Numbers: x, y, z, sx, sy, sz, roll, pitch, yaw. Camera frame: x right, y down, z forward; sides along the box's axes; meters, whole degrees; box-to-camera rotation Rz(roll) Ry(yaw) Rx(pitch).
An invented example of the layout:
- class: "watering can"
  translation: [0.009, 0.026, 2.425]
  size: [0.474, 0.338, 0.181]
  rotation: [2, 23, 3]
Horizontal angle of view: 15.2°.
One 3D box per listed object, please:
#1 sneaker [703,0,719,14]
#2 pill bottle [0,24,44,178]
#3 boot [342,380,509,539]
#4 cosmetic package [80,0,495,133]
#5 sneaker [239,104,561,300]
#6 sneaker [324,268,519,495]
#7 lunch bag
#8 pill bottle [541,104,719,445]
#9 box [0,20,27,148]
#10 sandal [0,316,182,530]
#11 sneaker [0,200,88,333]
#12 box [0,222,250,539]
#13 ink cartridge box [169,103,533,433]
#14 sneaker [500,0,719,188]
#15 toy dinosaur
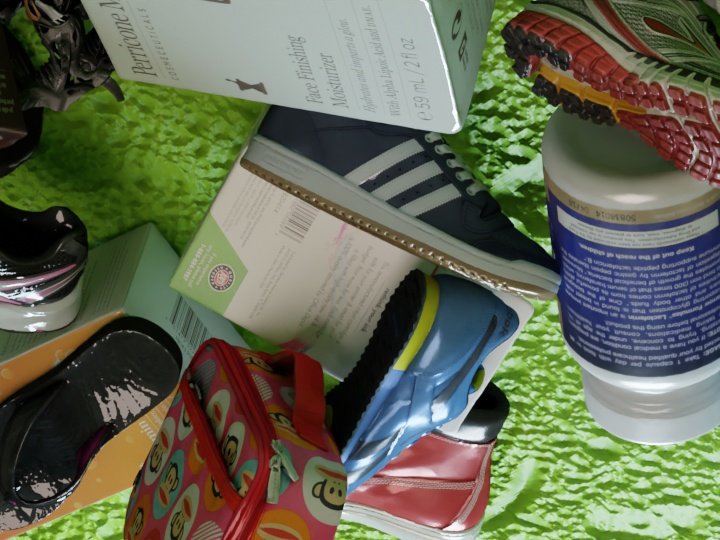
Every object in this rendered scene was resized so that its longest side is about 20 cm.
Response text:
- class: "sneaker"
  translation: [0.206, -0.176, 1.416]
  size: [0.088, 0.074, 0.200]
  rotation: [-17, 121, 30]
- class: "pill bottle"
  translation: [-0.301, -0.082, 1.670]
  size: [0.199, 0.112, 0.112]
  rotation: [-22, 120, 35]
- class: "boot"
  translation: [-0.006, 0.095, 1.746]
  size: [0.199, 0.073, 0.145]
  rotation: [13, 130, 4]
- class: "cosmetic package"
  translation: [-0.032, -0.191, 1.398]
  size: [0.199, 0.166, 0.165]
  rotation: [9, 159, 13]
- class: "sneaker"
  translation: [0.039, -0.066, 1.538]
  size: [0.199, 0.109, 0.070]
  rotation: [26, 177, 12]
- class: "sneaker"
  translation: [0.025, 0.084, 1.604]
  size: [0.078, 0.066, 0.200]
  rotation: [18, 127, -22]
- class: "lunch bag"
  translation: [-0.070, 0.130, 1.602]
  size: [0.082, 0.200, 0.177]
  rotation: [21, 105, -21]
- class: "pill bottle"
  translation: [0.168, -0.004, 1.554]
  size: [0.115, 0.116, 0.201]
  rotation: [5, 131, 17]
- class: "box"
  translation: [-0.264, -0.163, 1.517]
  size: [0.075, 0.100, 0.201]
  rotation: [-17, 80, 28]
- class: "sandal"
  translation: [-0.190, 0.103, 1.683]
  size: [0.075, 0.048, 0.200]
  rotation: [35, 123, -16]
- class: "sneaker"
  translation: [-0.256, -0.017, 1.620]
  size: [0.199, 0.081, 0.087]
  rotation: [-3, 143, -26]
- class: "box"
  translation: [-0.189, 0.076, 1.755]
  size: [0.199, 0.098, 0.125]
  rotation: [-24, 119, 25]
- class: "ink cartridge box"
  translation: [0.000, 0.000, 1.640]
  size: [0.199, 0.067, 0.117]
  rotation: [29, 119, -5]
- class: "sneaker"
  translation: [0.174, -0.111, 1.445]
  size: [0.199, 0.082, 0.078]
  rotation: [31, 158, 27]
- class: "toy dinosaur"
  translation: [-0.176, -0.168, 1.563]
  size: [0.199, 0.102, 0.137]
  rotation: [14, 119, 42]
